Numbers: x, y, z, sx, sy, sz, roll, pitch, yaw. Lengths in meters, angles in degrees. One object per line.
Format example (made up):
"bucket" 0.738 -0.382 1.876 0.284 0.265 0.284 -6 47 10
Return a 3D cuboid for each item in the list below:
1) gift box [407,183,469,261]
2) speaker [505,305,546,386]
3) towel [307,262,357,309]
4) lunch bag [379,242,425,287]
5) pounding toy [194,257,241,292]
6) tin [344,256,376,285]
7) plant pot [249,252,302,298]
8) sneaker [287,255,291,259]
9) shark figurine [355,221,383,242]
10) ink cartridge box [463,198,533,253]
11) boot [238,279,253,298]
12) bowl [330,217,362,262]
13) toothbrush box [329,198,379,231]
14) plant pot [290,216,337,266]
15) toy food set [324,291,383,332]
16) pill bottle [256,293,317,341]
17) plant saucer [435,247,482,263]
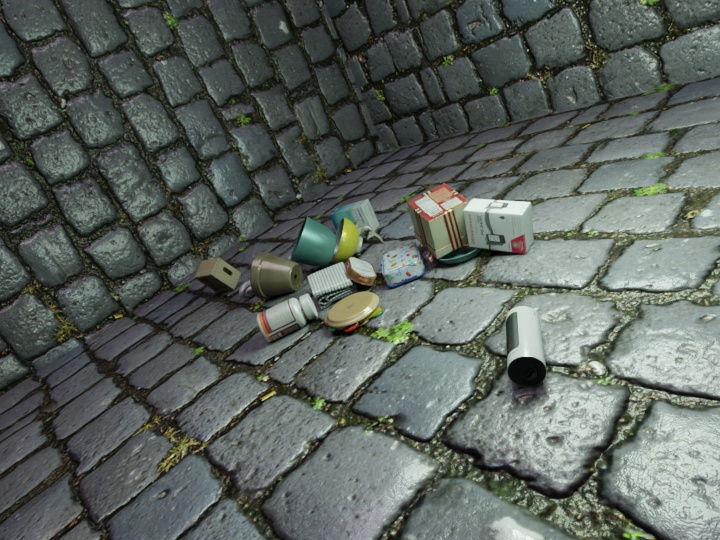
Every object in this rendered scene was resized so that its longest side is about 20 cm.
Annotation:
"gift box" 0.280 -0.152 1.763 0.183 0.188 0.200 -25 40 -4
"speaker" 0.364 0.164 1.135 0.081 0.082 0.200 -17 23 23
"towel" -0.107 0.056 1.950 0.164 0.086 0.200 -20 24 -6
"lunch bag" 0.148 -0.021 1.850 0.159 0.076 0.200 -24 21 12
"pounding toy" -0.719 0.020 2.643 0.183 0.200 0.143 -8 55 39
"tin" 0.000 0.000 1.930 0.111 0.042 0.200 13 18 -11
"plant pot" -0.350 0.025 2.201 0.172 0.202 0.200 3 30 21
"sneaker" -0.279 -0.108 2.559 0.199 0.081 0.071 -26 22 3
"shark figurine" 0.032 -0.165 2.344 0.214 0.089 0.129 -12 56 52
"ink cartridge box" 0.440 -0.143 1.639 0.199 0.146 0.083 10 40 36
"boot" -0.464 0.060 2.370 0.200 0.074 0.095 -38 17 -33
"bowl" -0.053 -0.122 2.250 0.107 0.202 0.200 15 16 -12
"toothbrush box" -0.029 -0.246 2.504 0.198 0.147 0.085 -11 25 32
"plant pot" -0.194 -0.110 2.222 0.201 0.160 0.202 -159 90 -79
"toy food set" -0.026 0.138 1.703 0.199 0.049 0.198 -29 21 -9
"pill bottle" -0.260 0.165 1.825 0.199 0.110 0.110 -25 20 1
"plant saucer" 0.354 -0.075 1.792 0.198 0.036 0.200 -22 21 9
